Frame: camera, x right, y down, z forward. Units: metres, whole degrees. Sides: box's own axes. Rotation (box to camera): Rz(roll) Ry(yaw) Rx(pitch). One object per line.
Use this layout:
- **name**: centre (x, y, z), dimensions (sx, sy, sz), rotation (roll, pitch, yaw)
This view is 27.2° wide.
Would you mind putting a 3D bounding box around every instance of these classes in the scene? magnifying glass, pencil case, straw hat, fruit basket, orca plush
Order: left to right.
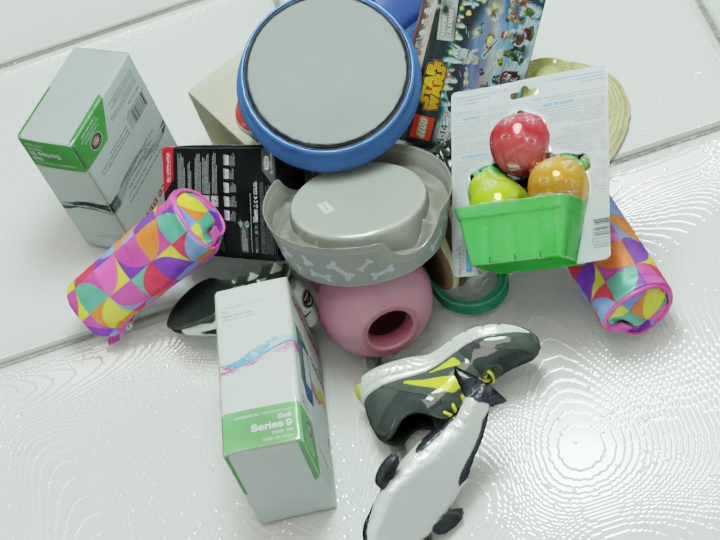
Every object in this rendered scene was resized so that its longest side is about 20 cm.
- **pencil case**: centre (-0.237, -0.005, 1.652), dimensions (0.200, 0.088, 0.089), rotation (-40, 45, 28)
- **orca plush**: centre (0.059, 0.188, 1.473), dimensions (0.201, 0.105, 0.071), rotation (-69, 23, 3)
- **magnifying glass**: centre (0.076, -0.010, 1.655), dimensions (0.199, 0.022, 0.080), rotation (25, 61, 32)
- **fruit basket**: centre (0.175, -0.098, 1.526), dimensions (0.184, 0.094, 0.202), rotation (-8, 71, 33)
- **straw hat**: centre (0.213, -0.196, 1.715), dimensions (0.199, 0.085, 0.202), rotation (-7, 53, 10)
- **pencil case**: centre (0.250, -0.024, 1.569), dimensions (0.088, 0.089, 0.201), rotation (-24, 51, -3)

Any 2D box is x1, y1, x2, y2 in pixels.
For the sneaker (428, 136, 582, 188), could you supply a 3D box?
- **sneaker**: centre (0.164, -0.119, 1.637), dimensions (0.198, 0.091, 0.067), rotation (-17, 66, -1)

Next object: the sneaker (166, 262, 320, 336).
- **sneaker**: centre (-0.130, 0.054, 1.641), dimensions (0.199, 0.089, 0.074), rotation (-10, 44, 41)

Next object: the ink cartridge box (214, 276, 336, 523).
- **ink cartridge box**: centre (-0.088, 0.131, 1.518), dimensions (0.087, 0.146, 0.201), rotation (-13, 51, 5)

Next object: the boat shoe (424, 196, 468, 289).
- **boat shoe**: centre (0.093, -0.063, 1.638), dimensions (0.074, 0.075, 0.203), rotation (-13, 46, -8)

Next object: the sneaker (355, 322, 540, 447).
- **sneaker**: centre (0.097, 0.123, 1.529), dimensions (0.199, 0.075, 0.085), rotation (-23, 57, 10)

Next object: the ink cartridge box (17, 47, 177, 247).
- **ink cartridge box**: centre (-0.297, -0.139, 1.747), dimensions (0.082, 0.201, 0.147), rotation (9, 56, 25)

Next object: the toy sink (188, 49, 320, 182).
- **toy sink**: centre (-0.087, -0.165, 1.761), dimensions (0.130, 0.112, 0.200), rotation (-39, 53, -13)

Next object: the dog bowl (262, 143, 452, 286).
- **dog bowl**: centre (0.000, -0.057, 1.545), dimensions (0.198, 0.059, 0.201), rotation (-7, 34, 5)

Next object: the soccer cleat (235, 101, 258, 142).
- **soccer cleat**: centre (-0.042, -0.192, 1.643), dimensions (0.199, 0.085, 0.069), rotation (-19, 72, 0)

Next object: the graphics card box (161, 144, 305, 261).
- **graphics card box**: centre (-0.143, -0.078, 1.669), dimensions (0.051, 0.127, 0.199), rotation (-6, 7, -44)

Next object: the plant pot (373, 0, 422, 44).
- **plant pot**: centre (0.066, -0.287, 1.759), dimensions (0.200, 0.200, 0.180), rotation (-39, 59, -15)

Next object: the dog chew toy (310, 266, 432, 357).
- **dog chew toy**: centre (0.000, 0.000, 1.612), dimensions (0.124, 0.125, 0.201), rotation (-24, 44, -3)

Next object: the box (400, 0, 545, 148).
- **box**: centre (0.121, -0.230, 1.652), dimensions (0.040, 0.136, 0.202), rotation (27, 105, 61)

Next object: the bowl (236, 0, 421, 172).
- **bowl**: centre (-0.034, -0.206, 1.579), dimensions (0.199, 0.039, 0.202), rotation (-1, 72, 3)
